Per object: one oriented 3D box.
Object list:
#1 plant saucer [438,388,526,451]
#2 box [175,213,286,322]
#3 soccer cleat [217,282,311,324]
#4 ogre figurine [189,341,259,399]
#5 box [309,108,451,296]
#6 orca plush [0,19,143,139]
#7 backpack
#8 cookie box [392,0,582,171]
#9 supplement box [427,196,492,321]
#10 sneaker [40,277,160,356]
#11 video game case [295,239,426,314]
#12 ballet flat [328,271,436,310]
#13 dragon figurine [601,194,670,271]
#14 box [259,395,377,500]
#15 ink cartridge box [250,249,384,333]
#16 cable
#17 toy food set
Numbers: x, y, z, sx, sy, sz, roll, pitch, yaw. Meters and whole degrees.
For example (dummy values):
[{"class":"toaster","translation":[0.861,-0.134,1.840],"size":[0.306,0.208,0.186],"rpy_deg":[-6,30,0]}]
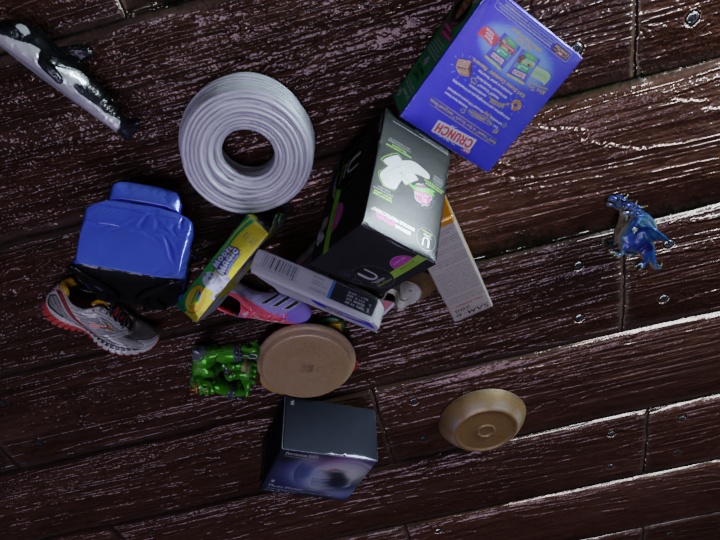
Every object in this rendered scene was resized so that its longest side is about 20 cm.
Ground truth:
[{"class":"plant saucer","translation":[0.275,0.345,1.326],"size":[0.198,0.036,0.201],"rpy_deg":[-3,127,-4]},{"class":"box","translation":[-0.192,-0.018,0.917],"size":[0.048,0.117,0.200],"rpy_deg":[41,95,-3]},{"class":"soccer cleat","translation":[-0.181,0.064,1.046],"size":[0.199,0.077,0.067],"rpy_deg":[21,123,-19]},{"class":"ogre figurine","translation":[-0.259,0.187,1.120],"size":[0.119,0.099,0.200],"rpy_deg":[7,164,-14]},{"class":"box","translation":[0.030,-0.091,0.850],"size":[0.124,0.201,0.148],"rpy_deg":[26,147,-22]},{"class":"orca plush","translation":[-0.372,-0.265,0.788],"size":[0.199,0.105,0.071],"rpy_deg":[36,82,-16]},{"class":"backpack","translation":[-0.331,-0.027,0.914],"size":[0.161,0.169,0.200],"rpy_deg":[15,156,-12]},{"class":"cookie box","translation":[0.171,-0.269,0.835],"size":[0.170,0.075,0.200],"rpy_deg":[26,120,-23]},{"class":"supplement box","translation":[0.139,-0.033,0.976],"size":[0.073,0.126,0.201],"rpy_deg":[-24,124,11]},{"class":"sneaker","translation":[-0.442,0.082,1.034],"size":[0.199,0.078,0.082],"rpy_deg":[28,118,-24]},{"class":"video game case","translation":[0.000,0.000,1.054],"size":[0.199,0.018,0.143],"rpy_deg":[33,117,-26]},{"class":"ballet flat","translation":[0.042,0.032,1.024],"size":[0.198,0.073,0.068],"rpy_deg":[10,126,-13]},{"class":"dragon figurine","translation":[0.492,-0.059,1.032],"size":[0.199,0.059,0.100],"rpy_deg":[24,121,-20]},{"class":"box","translation":[-0.091,0.375,1.238],"size":[0.198,0.124,0.199],"rpy_deg":[12,134,-15]},{"class":"ink cartridge box","translation":[-0.059,0.038,0.944],"size":[0.197,0.200,0.044],"rpy_deg":[22,81,8]},{"class":"cable","translation":[-0.166,-0.181,0.871],"size":[0.198,0.069,0.201],"rpy_deg":[-16,126,7]},{"class":"toy food set","translation":[-0.102,0.174,1.154],"size":[0.196,0.049,0.201],"rpy_deg":[-4,126,-3]}]
